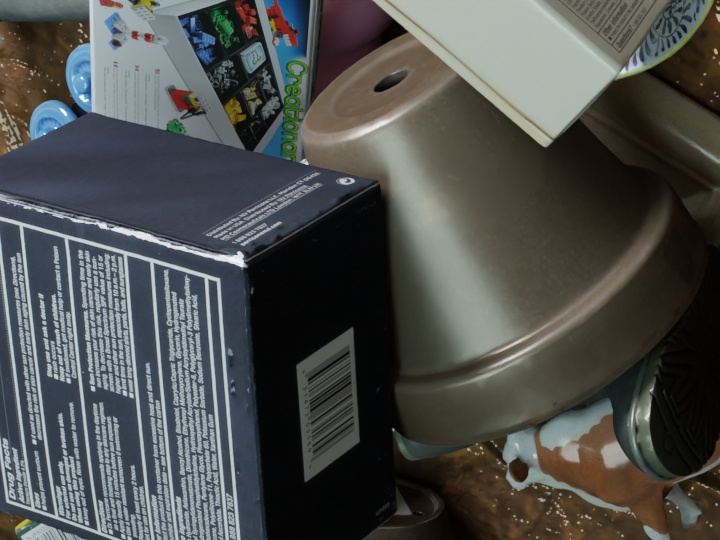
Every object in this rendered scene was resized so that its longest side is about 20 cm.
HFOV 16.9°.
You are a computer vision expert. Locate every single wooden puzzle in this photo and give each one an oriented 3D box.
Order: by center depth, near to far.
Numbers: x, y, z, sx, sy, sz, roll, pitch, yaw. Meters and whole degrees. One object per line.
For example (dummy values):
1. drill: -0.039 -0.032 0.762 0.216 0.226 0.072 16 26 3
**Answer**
1. wooden puzzle: 0.120 -0.040 1.425 0.185 0.037 0.200 33 125 14

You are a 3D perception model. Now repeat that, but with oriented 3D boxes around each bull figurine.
1. bull figurine: 0.180 0.102 1.412 0.200 0.065 0.121 -31 113 22

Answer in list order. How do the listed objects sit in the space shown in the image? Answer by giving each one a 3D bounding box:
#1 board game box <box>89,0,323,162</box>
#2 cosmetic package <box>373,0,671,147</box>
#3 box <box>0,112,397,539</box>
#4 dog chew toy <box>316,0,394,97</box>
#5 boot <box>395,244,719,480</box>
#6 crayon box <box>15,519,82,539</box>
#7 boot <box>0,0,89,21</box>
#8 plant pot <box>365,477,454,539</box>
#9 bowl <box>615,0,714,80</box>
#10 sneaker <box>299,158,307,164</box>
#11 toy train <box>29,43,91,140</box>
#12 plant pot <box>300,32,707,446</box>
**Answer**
1. board game box: -0.088 -0.106 1.374 0.126 0.035 0.200 10 140 2
2. cosmetic package: 0.054 -0.169 1.211 0.200 0.104 0.073 40 136 -2
3. box: -0.095 0.041 1.270 0.198 0.123 0.200 15 120 32
4. dog chew toy: -0.024 -0.180 1.384 0.124 0.125 0.200 21 133 22
5. boot: 0.103 0.068 1.350 0.200 0.182 0.073 -14 117 27
6. crayon box: -0.099 0.119 1.561 0.200 0.172 0.058 -33 89 41
7. boot: -0.198 -0.162 1.489 0.200 0.182 0.073 8 162 28
8. plant pot: -0.001 0.241 1.583 0.187 0.187 0.200 13 108 27
9. bowl: 0.112 -0.208 1.283 0.200 0.094 0.201 17 133 19
10. sneaker: 0.000 0.000 1.419 0.200 0.077 0.080 79 166 -53
11. toy train: -0.150 -0.067 1.537 0.114 0.087 0.200 50 132 15
12. plant pot: 0.060 -0.033 1.295 0.200 0.200 0.175 -14 119 38
